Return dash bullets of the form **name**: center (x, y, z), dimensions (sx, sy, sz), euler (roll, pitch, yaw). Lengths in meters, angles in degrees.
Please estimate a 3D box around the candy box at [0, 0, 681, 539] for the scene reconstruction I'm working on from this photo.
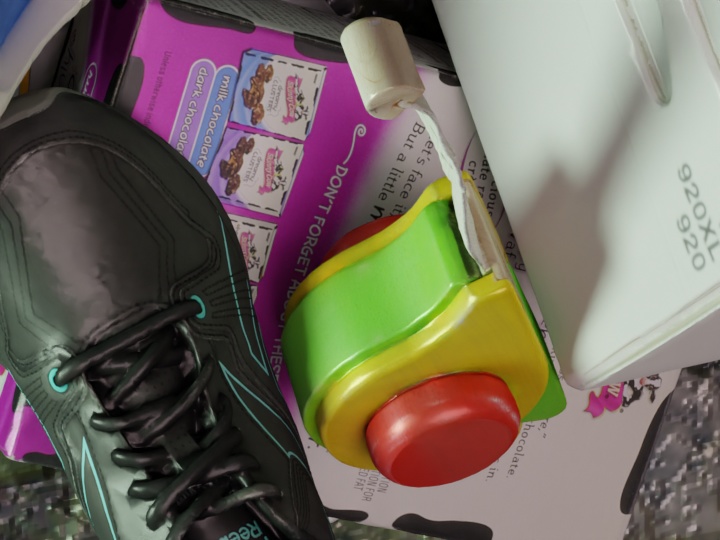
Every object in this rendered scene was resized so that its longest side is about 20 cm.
- **candy box**: center (0.000, 0.000, 0.866), dimensions (0.199, 0.061, 0.137), euler (13, 103, -25)

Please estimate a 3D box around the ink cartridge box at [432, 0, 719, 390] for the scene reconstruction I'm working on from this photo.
- **ink cartridge box**: center (0.144, -0.073, 0.808), dimensions (0.199, 0.145, 0.148), euler (-11, 74, -30)

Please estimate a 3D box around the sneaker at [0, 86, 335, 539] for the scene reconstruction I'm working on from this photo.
- **sneaker**: center (-0.044, 0.043, 0.786), dimensions (0.075, 0.079, 0.201), euler (-30, 116, -9)

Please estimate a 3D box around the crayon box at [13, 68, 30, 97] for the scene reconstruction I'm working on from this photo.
- **crayon box**: center (-0.187, -0.071, 0.787), dimensions (0.199, 0.052, 0.127), euler (1, 101, -23)

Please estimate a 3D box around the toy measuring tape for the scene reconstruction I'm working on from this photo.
- **toy measuring tape**: center (0.004, 0.005, 0.771), dimensions (0.073, 0.074, 0.200), euler (-38, 150, -5)

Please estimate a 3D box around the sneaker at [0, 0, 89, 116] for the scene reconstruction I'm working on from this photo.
- **sneaker**: center (-0.116, -0.096, 0.739), dimensions (0.200, 0.077, 0.111), euler (-45, 118, -11)

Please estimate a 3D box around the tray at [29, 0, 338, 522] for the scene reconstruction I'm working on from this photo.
- **tray**: center (-0.026, -0.017, 0.897), dimensions (0.107, 0.022, 0.200), euler (-42, 119, -2)
